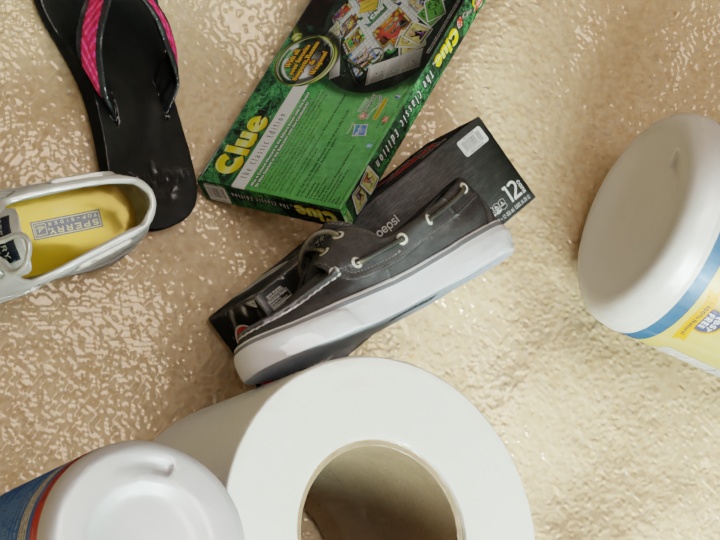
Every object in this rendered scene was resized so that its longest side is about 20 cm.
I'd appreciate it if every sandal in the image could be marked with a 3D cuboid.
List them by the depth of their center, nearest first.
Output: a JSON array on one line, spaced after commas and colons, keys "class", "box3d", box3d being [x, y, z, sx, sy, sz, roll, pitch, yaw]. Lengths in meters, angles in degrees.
[{"class": "sandal", "box3d": [-0.136, -0.123, 1.618, 0.075, 0.045, 0.200, -16, 84, -29]}]

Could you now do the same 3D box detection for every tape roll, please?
[{"class": "tape roll", "box3d": [-0.023, 0.158, 1.541, 0.203, 0.139, 0.203, 9, 72, -31]}]

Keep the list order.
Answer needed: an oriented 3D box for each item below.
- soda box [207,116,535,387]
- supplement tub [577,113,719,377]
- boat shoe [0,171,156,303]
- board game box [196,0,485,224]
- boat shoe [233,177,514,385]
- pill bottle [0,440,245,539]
[{"class": "soda box", "box3d": [0.008, -0.008, 1.649, 0.200, 0.071, 0.063, -39, 97, -30]}, {"class": "supplement tub", "box3d": [0.253, 0.001, 1.736, 0.200, 0.145, 0.145, 24, 66, -21]}, {"class": "boat shoe", "box3d": [-0.202, -0.012, 1.522, 0.202, 0.086, 0.075, -14, 84, -24]}, {"class": "board game box", "box3d": [-0.007, -0.114, 1.659, 0.200, 0.105, 0.023, -59, 147, -27]}, {"class": "boat shoe", "box3d": [0.000, 0.000, 1.564, 0.200, 0.070, 0.066, -27, 83, -31]}, {"class": "pill bottle", "box3d": [-0.148, 0.159, 1.443, 0.112, 0.200, 0.112, 8, 73, -27]}]
